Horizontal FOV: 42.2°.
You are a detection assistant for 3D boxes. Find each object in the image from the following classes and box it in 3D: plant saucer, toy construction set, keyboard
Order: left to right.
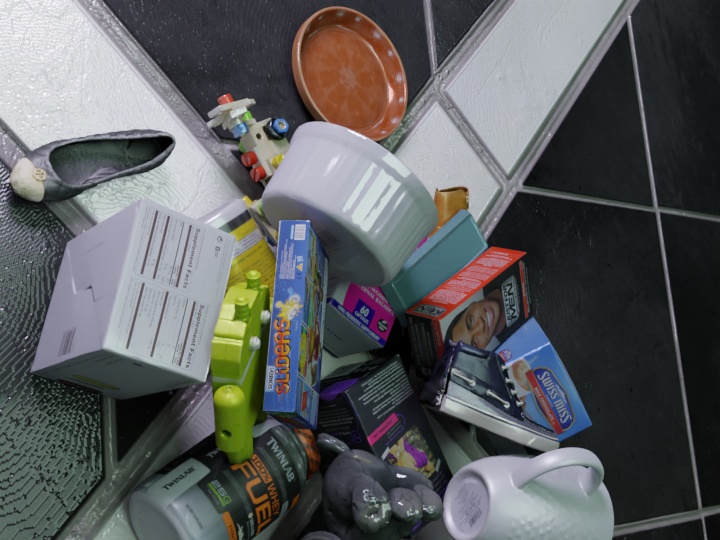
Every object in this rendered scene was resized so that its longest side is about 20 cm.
[{"bbox_3d":[-0.129,-0.127,1.173,0.131,0.092,0.201,-30,109,-40],"label":"toy construction set"},{"bbox_3d":[-0.016,-0.277,1.335,0.199,0.032,0.202,11,73,-38],"label":"plant saucer"},{"bbox_3d":[0.040,0.071,1.300,0.104,0.039,0.201,40,52,-53],"label":"keyboard"},{"bbox_3d":[0.104,-0.007,1.239,0.200,0.019,0.070,-40,107,-36],"label":"plant saucer"}]

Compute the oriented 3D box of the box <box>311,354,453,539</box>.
[{"bbox_3d":[0.019,0.223,1.175,0.106,0.122,0.201,-28,98,-41],"label":"box"}]

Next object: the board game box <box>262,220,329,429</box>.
[{"bbox_3d":[-0.066,0.062,1.006,0.135,0.034,0.201,68,25,-71],"label":"board game box"}]

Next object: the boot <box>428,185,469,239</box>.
[{"bbox_3d":[0.109,-0.038,1.303,0.201,0.070,0.145,-42,134,-61],"label":"boot"}]

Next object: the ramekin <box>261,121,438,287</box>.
[{"bbox_3d":[-0.018,-0.069,1.083,0.200,0.200,0.098,41,70,-24],"label":"ramekin"}]

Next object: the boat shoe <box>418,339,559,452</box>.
[{"bbox_3d":[0.173,0.154,1.144,0.199,0.075,0.093,25,80,-23],"label":"boat shoe"}]

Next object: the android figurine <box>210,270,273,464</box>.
[{"bbox_3d":[-0.118,0.097,0.962,0.182,0.041,0.201,-73,169,-58],"label":"android figurine"}]

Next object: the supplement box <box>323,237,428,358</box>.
[{"bbox_3d":[0.000,0.000,1.232,0.101,0.103,0.201,39,55,-25],"label":"supplement box"}]

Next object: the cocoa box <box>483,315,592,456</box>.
[{"bbox_3d":[0.214,0.153,1.284,0.134,0.131,0.200,61,6,-11],"label":"cocoa box"}]

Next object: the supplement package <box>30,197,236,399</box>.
[{"bbox_3d":[-0.236,0.038,0.962,0.110,0.200,0.157,22,66,-32],"label":"supplement package"}]

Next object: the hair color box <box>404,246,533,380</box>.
[{"bbox_3d":[0.148,0.057,1.229,0.200,0.061,0.102,-34,123,-38],"label":"hair color box"}]

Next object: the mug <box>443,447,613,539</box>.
[{"bbox_3d":[0.208,0.280,1.124,0.175,0.200,0.148,17,37,-30],"label":"mug"}]

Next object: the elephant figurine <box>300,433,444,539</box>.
[{"bbox_3d":[-0.002,0.313,1.025,0.141,0.155,0.201,16,104,-16],"label":"elephant figurine"}]

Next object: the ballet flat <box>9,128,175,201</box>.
[{"bbox_3d":[-0.299,-0.127,1.047,0.200,0.057,0.067,-26,95,-40],"label":"ballet flat"}]

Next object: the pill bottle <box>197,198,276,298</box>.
[{"bbox_3d":[-0.139,0.027,1.102,0.114,0.114,0.201,-38,103,-39],"label":"pill bottle"}]

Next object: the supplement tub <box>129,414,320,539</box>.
[{"bbox_3d":[-0.145,0.240,1.037,0.200,0.122,0.123,-33,100,-39],"label":"supplement tub"}]
